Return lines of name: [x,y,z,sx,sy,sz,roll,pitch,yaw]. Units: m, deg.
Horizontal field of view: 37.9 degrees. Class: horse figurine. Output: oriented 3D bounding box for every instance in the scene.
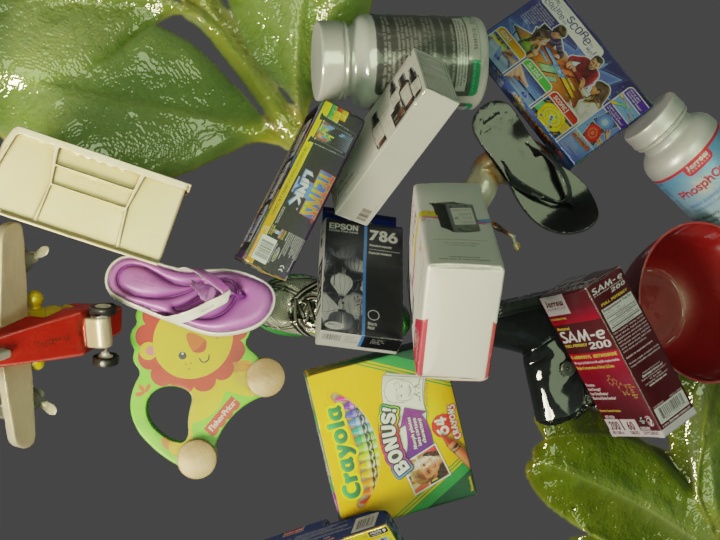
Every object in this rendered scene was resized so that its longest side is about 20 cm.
horse figurine: [0.168,-0.095,1.324,0.133,0.050,0.200,39,86,-15]

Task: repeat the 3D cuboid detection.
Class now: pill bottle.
pill bottle: [0.436,-0.130,1.341,0.200,0.109,0.109,42,85,-9]
pill bottle: [0.045,-0.250,1.263,0.200,0.113,0.113,-1,92,-11]

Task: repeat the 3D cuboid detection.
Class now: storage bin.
storage bin: [-0.297,-0.084,1.162,0.198,0.200,0.094,19,91,-11]

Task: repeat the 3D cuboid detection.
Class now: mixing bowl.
mixing bowl: [0.402,0.043,1.332,0.200,0.108,0.200,3,83,-23]

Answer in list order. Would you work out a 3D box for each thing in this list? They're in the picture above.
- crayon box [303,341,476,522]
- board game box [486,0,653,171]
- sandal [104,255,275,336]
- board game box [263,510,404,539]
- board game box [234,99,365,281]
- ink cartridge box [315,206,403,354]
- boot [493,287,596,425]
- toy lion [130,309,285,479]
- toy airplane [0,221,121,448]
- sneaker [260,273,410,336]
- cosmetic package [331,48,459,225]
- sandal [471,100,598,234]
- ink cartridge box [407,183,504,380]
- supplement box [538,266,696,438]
crayon box: [0.036,0.202,1.305,0.172,0.058,0.200,-14,95,-10]
board game box: [0.251,-0.242,1.313,0.135,0.034,0.200,-36,85,-12]
sandal: [-0.201,0.029,1.224,0.202,0.050,0.083,8,79,-1]
board game box: [-0.003,0.396,1.272,0.200,0.062,0.200,-23,106,21]
board game box: [-0.074,-0.089,1.219,0.057,0.165,0.200,27,87,-9]
ink cartridge box: [0.000,0.000,1.248,0.099,0.039,0.200,7,55,-10]
boot: [0.215,0.116,1.325,0.200,0.076,0.168,-12,90,-16]
toy lion: [-0.202,0.119,1.261,0.192,0.069,0.200,40,84,-2]
toy airplane: [-0.387,0.075,1.182,0.200,0.141,0.199,-57,132,-17]
sneaker: [-0.034,0.046,1.273,0.200,0.085,0.078,3,92,-10]
cosmetic package: [0.033,-0.153,1.221,0.051,0.083,0.200,19,128,-25]
sandal: [0.209,-0.120,1.278,0.076,0.043,0.200,-44,89,-2]
ink cartridge box: [0.102,0.008,1.192,0.086,0.200,0.148,1,120,-3]
supplement box: [0.307,0.101,1.262,0.061,0.109,0.200,-30,93,-22]
